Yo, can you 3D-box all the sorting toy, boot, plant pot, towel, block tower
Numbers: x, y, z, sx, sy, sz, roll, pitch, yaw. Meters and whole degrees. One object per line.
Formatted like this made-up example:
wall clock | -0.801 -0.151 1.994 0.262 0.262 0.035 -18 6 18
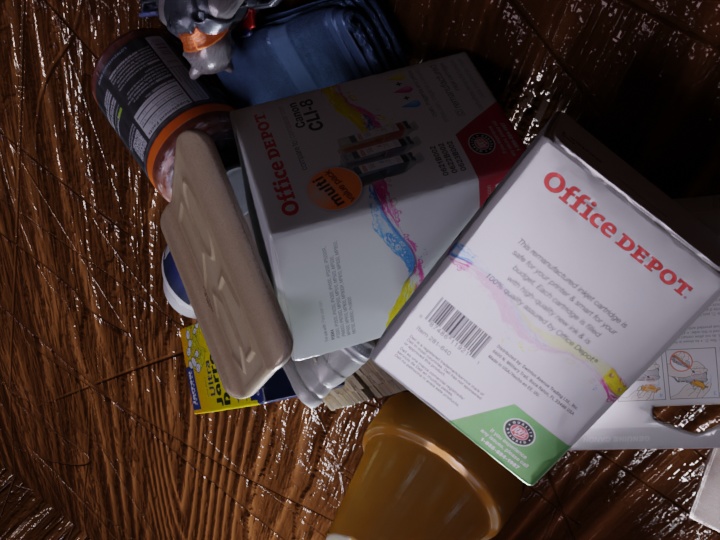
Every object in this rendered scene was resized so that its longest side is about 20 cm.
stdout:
sorting toy | -0.107 0.002 0.808 0.187 0.036 0.200 67 159 8
boot | -0.055 0.058 1.039 0.073 0.096 0.200 40 -171 -27
plant pot | 0.060 0.279 1.177 0.199 0.184 0.202 27 145 21
towel | -0.041 -0.174 0.877 0.198 0.049 0.112 -1 128 47
block tower | 0.012 0.110 1.151 0.058 0.054 0.199 48 147 -12

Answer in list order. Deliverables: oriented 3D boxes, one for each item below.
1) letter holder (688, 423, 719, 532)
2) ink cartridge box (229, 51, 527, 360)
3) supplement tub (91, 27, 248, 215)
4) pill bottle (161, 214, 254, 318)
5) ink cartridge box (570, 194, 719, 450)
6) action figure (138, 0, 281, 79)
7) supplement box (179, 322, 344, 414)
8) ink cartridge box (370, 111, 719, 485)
letter holder | 0.377 0.164 0.780 0.198 0.101 0.143 25 142 26
ink cartridge box | 0.014 -0.050 0.781 0.146 0.197 0.146 83 168 -48
supplement tub | -0.168 -0.132 0.952 0.201 0.106 0.108 51 155 30
pill bottle | -0.161 -0.017 1.133 0.111 0.111 0.200 43 148 -2
ink cartridge box | 0.233 0.039 0.720 0.197 0.045 0.179 -4 110 20
action figure | -0.159 -0.254 0.845 0.198 0.104 0.196 -5 109 43
supplement box | -0.120 0.100 1.188 0.199 0.108 0.110 -20 80 57
ink cartridge box | 0.124 0.019 0.677 0.144 0.084 0.201 38 117 1
